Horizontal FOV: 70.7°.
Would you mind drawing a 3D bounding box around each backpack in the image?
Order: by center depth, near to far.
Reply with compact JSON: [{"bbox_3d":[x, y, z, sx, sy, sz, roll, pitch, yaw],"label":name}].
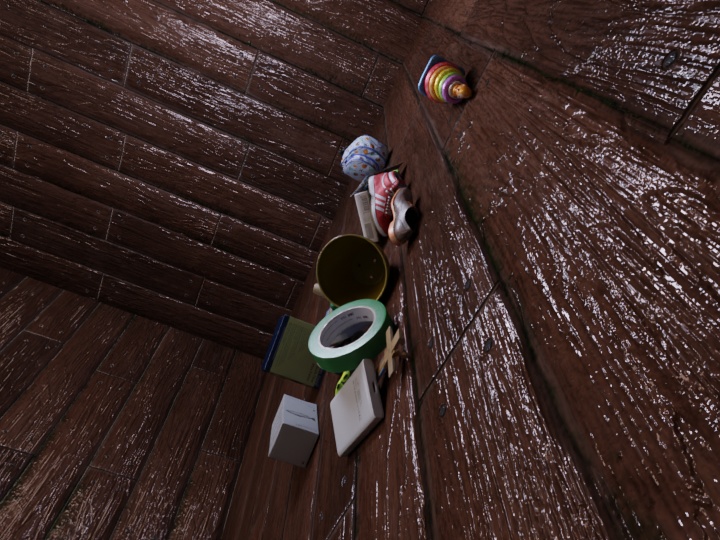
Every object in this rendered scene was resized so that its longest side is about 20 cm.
[{"bbox_3d":[0.022,-0.473,2.157,0.191,0.199,0.155,-45,30,50],"label":"backpack"}]

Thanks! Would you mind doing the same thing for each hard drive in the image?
[{"bbox_3d":[-0.012,0.300,1.100,0.200,0.027,0.132,122,146,-42],"label":"hard drive"}]

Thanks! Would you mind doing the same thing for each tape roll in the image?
[{"bbox_3d":[-0.022,0.147,1.176,0.200,0.048,0.201,-23,26,12],"label":"tape roll"}]

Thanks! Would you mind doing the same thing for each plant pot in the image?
[{"bbox_3d":[0.000,0.000,1.377,0.201,0.200,0.142,-66,-17,14],"label":"plant pot"}]

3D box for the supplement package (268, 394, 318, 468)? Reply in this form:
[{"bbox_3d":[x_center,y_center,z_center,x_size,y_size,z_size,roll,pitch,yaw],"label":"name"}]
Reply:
[{"bbox_3d":[-0.202,0.483,1.545,0.200,0.117,0.118,-124,57,-77],"label":"supplement package"}]

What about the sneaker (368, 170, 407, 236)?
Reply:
[{"bbox_3d":[0.093,-0.212,1.566,0.112,0.071,0.201,-15,78,27],"label":"sneaker"}]

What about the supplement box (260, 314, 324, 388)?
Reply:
[{"bbox_3d":[-0.216,0.286,1.777,0.134,0.199,0.201,148,142,-70],"label":"supplement box"}]

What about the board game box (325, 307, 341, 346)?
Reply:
[{"bbox_3d":[-0.080,0.176,1.698,0.135,0.034,0.200,-47,21,35],"label":"board game box"}]

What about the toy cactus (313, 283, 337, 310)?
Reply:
[{"bbox_3d":[-0.062,0.077,1.561,0.102,0.164,0.200,92,-165,-54],"label":"toy cactus"}]

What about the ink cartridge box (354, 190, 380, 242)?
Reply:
[{"bbox_3d":[0.032,-0.171,1.670,0.200,0.050,0.162,-28,-76,-79],"label":"ink cartridge box"}]

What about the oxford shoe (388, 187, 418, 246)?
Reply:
[{"bbox_3d":[0.126,-0.153,1.341,0.073,0.071,0.201,-32,37,39],"label":"oxford shoe"}]

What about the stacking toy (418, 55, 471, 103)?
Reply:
[{"bbox_3d":[0.241,-0.480,1.330,0.110,0.116,0.200,-64,25,23],"label":"stacking toy"}]

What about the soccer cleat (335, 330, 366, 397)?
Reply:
[{"bbox_3d":[-0.010,0.249,1.252,0.084,0.064,0.201,48,-125,-68],"label":"soccer cleat"}]

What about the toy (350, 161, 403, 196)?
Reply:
[{"bbox_3d":[0.067,-0.294,1.706,0.200,0.047,0.115,-34,-7,-42],"label":"toy"}]

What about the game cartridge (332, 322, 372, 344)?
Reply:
[{"bbox_3d":[-0.051,0.160,1.365,0.133,0.041,0.200,-33,3,-34],"label":"game cartridge"}]

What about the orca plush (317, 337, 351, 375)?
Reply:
[{"bbox_3d":[-0.055,0.227,1.454,0.071,0.105,0.200,-36,-16,-40],"label":"orca plush"}]

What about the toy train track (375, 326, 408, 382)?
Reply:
[{"bbox_3d":[0.060,0.195,1.050,0.115,0.032,0.200,-91,18,-47],"label":"toy train track"}]
